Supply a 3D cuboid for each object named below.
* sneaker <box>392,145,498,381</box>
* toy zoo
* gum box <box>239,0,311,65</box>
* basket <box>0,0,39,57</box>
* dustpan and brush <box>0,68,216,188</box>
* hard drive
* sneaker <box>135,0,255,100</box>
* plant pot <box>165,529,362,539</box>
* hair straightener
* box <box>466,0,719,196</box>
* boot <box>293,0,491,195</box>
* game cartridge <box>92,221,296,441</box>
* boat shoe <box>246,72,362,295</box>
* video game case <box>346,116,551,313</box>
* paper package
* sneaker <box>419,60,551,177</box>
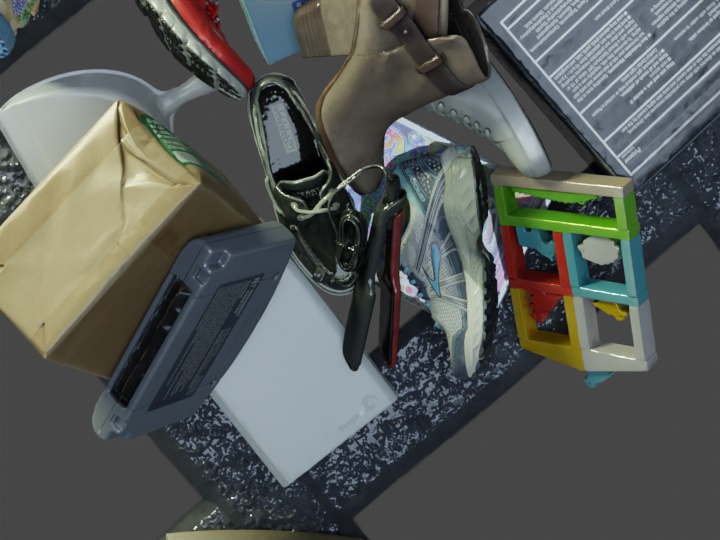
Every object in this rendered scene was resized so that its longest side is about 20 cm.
[{"bbox_3d":[0.070,-0.005,1.300,0.085,0.078,0.203,-4,98,15],"label":"sneaker"},{"bbox_3d":[0.183,0.011,1.285,0.020,0.130,0.202,-36,124,-41],"label":"toy zoo"},{"bbox_3d":[-0.033,-0.284,1.193,0.168,0.045,0.201,-25,131,-5],"label":"gum box"},{"bbox_3d":[-0.337,-0.216,1.193,0.139,0.176,0.201,39,86,-5],"label":"basket"},{"bbox_3d":[-0.189,-0.126,1.286,0.198,0.057,0.141,-25,112,7],"label":"dustpan and brush"},{"bbox_3d":[-0.078,0.073,1.334,0.131,0.026,0.201,-37,99,3],"label":"hard drive"},{"bbox_3d":[-0.141,-0.234,1.244,0.085,0.077,0.201,-36,88,-9],"label":"sneaker"},{"bbox_3d":[-0.056,0.332,1.303,0.175,0.200,0.203,-9,100,-13],"label":"plant pot"},{"bbox_3d":[0.000,0.000,1.259,0.076,0.041,0.202,-7,127,-17],"label":"hair straightener"},{"bbox_3d":[0.222,-0.204,1.258,0.200,0.123,0.199,-42,99,5],"label":"box"},{"bbox_3d":[0.035,-0.152,1.213,0.145,0.071,0.201,-5,128,24],"label":"boot"},{"bbox_3d":[-0.133,0.048,1.237,0.041,0.133,0.201,39,115,15],"label":"game cartridge"},{"bbox_3d":[-0.047,-0.068,1.275,0.070,0.064,0.202,-23,101,1],"label":"boat shoe"},{"bbox_3d":[0.051,-0.047,1.326,0.198,0.018,0.144,26,97,-7],"label":"video game case"},{"bbox_3d":[-0.186,-0.015,1.214,0.103,0.200,0.191,43,92,18],"label":"paper package"},{"bbox_3d":[0.081,-0.144,1.269,0.084,0.073,0.201,-37,72,6],"label":"sneaker"}]
